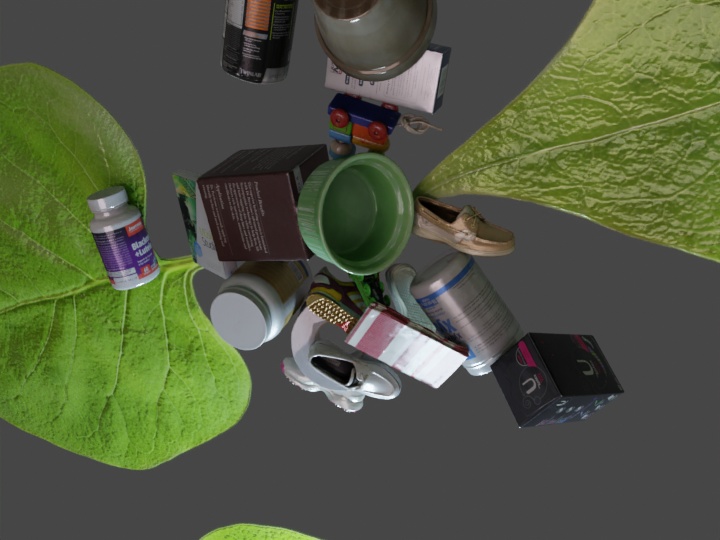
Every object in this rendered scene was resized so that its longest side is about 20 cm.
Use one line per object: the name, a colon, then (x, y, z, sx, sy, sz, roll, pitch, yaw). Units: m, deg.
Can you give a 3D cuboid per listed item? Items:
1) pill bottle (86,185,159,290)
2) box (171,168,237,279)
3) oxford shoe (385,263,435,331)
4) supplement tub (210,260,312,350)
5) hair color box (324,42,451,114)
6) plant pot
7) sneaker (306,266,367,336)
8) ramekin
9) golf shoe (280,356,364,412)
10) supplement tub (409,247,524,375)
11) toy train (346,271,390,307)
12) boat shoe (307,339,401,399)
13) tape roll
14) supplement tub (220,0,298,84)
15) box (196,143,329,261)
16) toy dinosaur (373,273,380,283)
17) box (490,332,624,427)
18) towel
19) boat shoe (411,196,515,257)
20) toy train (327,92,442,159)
pill bottle: (-0.513, -0.072, 1.568, 0.109, 0.112, 0.204, -2, 116, 24)
box: (-0.314, -0.096, 1.477, 0.143, 0.036, 0.204, 21, 126, 47)
oxford shoe: (0.096, 0.068, 1.410, 0.074, 0.058, 0.203, -27, 119, -14)
supplement tub: (-0.193, 0.050, 1.436, 0.142, 0.200, 0.147, 10, 120, 18)
hair color box: (0.044, -0.336, 1.211, 0.196, 0.061, 0.102, 17, 120, 15)
plant pot: (0.004, -0.401, 1.085, 0.196, 0.173, 0.205, 0, 91, 17)
sneaker: (-0.009, 0.072, 1.362, 0.199, 0.091, 0.074, 39, 136, -24)
ramekin: (-0.013, -0.099, 1.248, 0.097, 0.198, 0.204, 14, 127, 54)
golf shoe: (-0.073, 0.221, 1.561, 0.197, 0.075, 0.093, 24, 113, 3)
supplement tub: (0.191, 0.072, 1.321, 0.131, 0.132, 0.201, -31, 100, 33)
toy train: (0.000, 0.000, 1.338, 0.203, 0.041, 0.057, 66, 149, 26)
boat shoe: (-0.012, 0.199, 1.408, 0.198, 0.066, 0.073, 31, 107, -6)
tape roll: (-0.038, 0.135, 1.459, 0.195, 0.066, 0.205, 1, 109, 4)
supplement tub: (-0.166, -0.428, 1.219, 0.120, 0.123, 0.203, 21, 122, 11)
box: (-0.165, -0.125, 1.353, 0.196, 0.165, 0.169, 0, 116, 23)
toy dinosaur: (0.018, 0.011, 1.376, 0.057, 0.101, 0.204, -5, 114, -20)
box: (0.340, 0.187, 1.260, 0.106, 0.197, 0.124, -47, 53, 35)
towel: (0.081, 0.135, 1.310, 0.197, 0.023, 0.145, 27, 142, -5)
boat shoe: (0.178, -0.081, 1.280, 0.196, 0.074, 0.070, 15, 126, 15)
toy train: (0.037, -0.225, 1.270, 0.196, 0.085, 0.117, 20, 136, 8)
